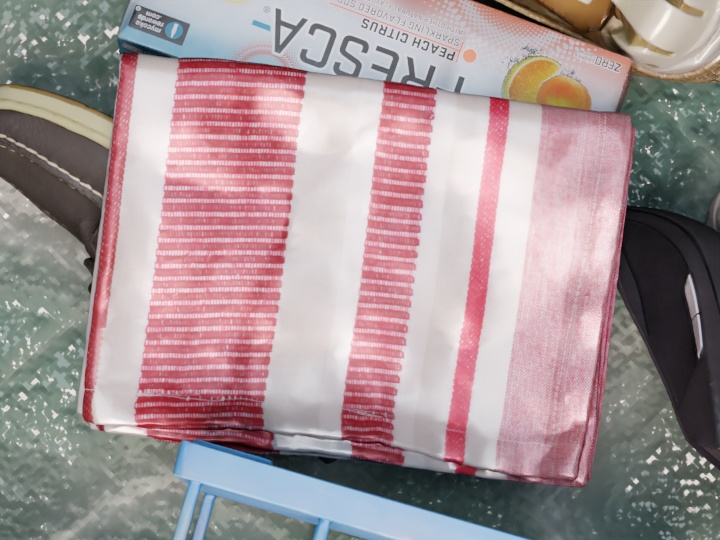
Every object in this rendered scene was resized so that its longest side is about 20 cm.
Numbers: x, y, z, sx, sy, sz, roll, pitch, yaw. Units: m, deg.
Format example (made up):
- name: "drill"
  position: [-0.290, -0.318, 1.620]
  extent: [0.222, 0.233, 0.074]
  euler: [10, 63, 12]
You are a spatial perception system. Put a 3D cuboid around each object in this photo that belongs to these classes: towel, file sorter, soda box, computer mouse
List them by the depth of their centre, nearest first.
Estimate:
- name: "file sorter"
  position: [0.018, 0.149, 0.777]
  extent: [0.198, 0.139, 0.124]
  euler: [15, 83, 0]
- name: "towel"
  position: [0.000, 0.000, 0.806]
  extent: [0.198, 0.023, 0.146]
  euler: [7, 88, -7]
- name: "computer mouse"
  position: [0.167, 0.058, 0.829]
  extent: [0.046, 0.140, 0.201]
  euler: [-37, 45, 24]
- name: "soda box"
  position: [0.005, -0.080, 0.867]
  extent: [0.198, 0.064, 0.069]
  euler: [20, 77, 2]

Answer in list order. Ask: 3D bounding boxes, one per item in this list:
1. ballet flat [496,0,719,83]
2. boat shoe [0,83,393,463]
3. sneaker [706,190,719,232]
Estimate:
- name: "ballet flat"
  position: [0.094, -0.114, 0.846]
  extent: [0.199, 0.065, 0.071]
  euler: [19, 115, -23]
- name: "boat shoe"
  position: [-0.074, 0.002, 0.838]
  extent: [0.200, 0.072, 0.066]
  euler: [33, 72, 0]
- name: "sneaker"
  position: [0.243, -0.042, 0.864]
  extent: [0.198, 0.085, 0.073]
  euler: [-19, 77, -9]
